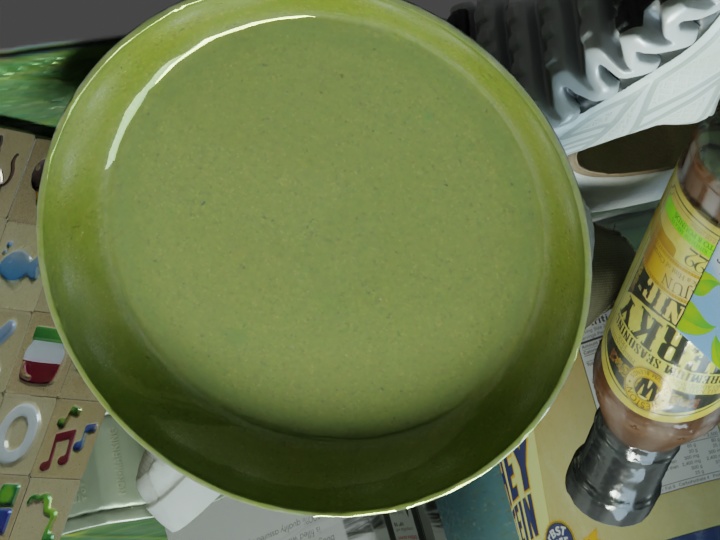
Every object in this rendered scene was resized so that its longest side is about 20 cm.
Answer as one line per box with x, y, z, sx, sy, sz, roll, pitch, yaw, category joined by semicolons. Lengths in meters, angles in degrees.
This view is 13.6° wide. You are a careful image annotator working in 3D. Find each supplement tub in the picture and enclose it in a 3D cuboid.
0.131;0.068;1.398;0.144;0.201;0.144;-14;164;-4;supplement tub

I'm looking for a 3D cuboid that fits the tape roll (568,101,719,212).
0.129;-0.074;1.211;0.202;0.037;0.203;-15;165;-4;tape roll

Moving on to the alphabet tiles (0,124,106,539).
-0.146;0.044;1.139;0.006;0.201;0.166;25;-172;32;alphabet tiles

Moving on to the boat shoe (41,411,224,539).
-0.144;0.078;1.239;0.200;0.072;0.061;-4;-173;-22;boat shoe

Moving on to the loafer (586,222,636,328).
0.057;0.025;1.316;0.069;0.076;0.200;-7;171;-27;loafer

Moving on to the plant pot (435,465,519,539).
0.048;0.124;1.556;0.199;0.197;0.195;-31;159;28;plant pot

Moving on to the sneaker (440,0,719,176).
0.084;-0.070;1.083;0.081;0.076;0.200;18;148;-35;sneaker

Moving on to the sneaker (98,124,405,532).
-0.067;0.011;1.161;0.200;0.115;0.074;-54;-176;42;sneaker

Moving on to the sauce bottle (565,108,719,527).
0.134;0.025;1.235;0.064;0.065;0.201;-7;136;-27;sauce bottle

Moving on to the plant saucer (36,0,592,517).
-0.015;-0.010;1.066;0.199;0.201;0.031;-20;-165;18;plant saucer

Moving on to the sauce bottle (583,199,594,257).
0.000;0.000;1.219;0.199;0.066;0.066;-7;171;33;sauce bottle

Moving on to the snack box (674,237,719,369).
0.220;-0.054;1.102;0.168;0.068;0.201;-25;150;-38;snack box

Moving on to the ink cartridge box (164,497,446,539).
-0.021;0.142;1.429;0.115;0.201;0.067;-24;164;30;ink cartridge box
